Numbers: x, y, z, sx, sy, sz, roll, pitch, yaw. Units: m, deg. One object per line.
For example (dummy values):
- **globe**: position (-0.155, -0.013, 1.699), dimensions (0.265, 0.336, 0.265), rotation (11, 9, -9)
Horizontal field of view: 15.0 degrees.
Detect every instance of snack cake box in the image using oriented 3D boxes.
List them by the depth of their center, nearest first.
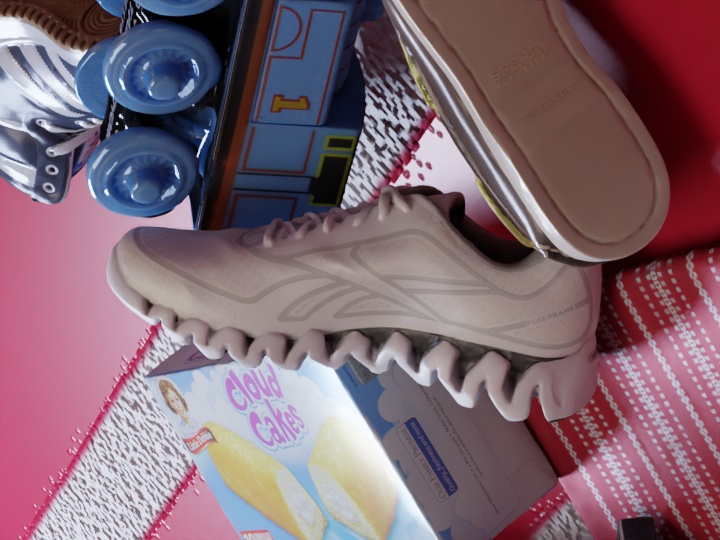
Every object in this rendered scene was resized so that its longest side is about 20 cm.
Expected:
- **snack cake box**: position (-0.010, 0.070, 1.230), dimensions (0.115, 0.067, 0.200), rotation (57, 155, -9)

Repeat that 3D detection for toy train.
- **toy train**: position (-0.048, -0.096, 1.081), dimensions (0.087, 0.114, 0.200), rotation (-103, 20, -43)

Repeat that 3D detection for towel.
- **towel**: position (0.134, 0.061, 1.098), dimensions (0.200, 0.022, 0.145), rotation (-17, 108, 56)

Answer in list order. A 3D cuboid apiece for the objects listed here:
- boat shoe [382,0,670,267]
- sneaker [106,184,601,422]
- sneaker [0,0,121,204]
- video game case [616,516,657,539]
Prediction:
- **boat shoe**: position (0.046, -0.092, 1.016), dimensions (0.200, 0.072, 0.060), rotation (61, 162, -2)
- **sneaker**: position (0.000, 0.000, 1.082), dimensions (0.200, 0.075, 0.081), rotation (9, 112, 2)
- **sneaker**: position (-0.116, -0.084, 1.234), dimensions (0.200, 0.070, 0.109), rotation (9, 136, 40)
- **video game case**: position (0.125, 0.220, 1.103), dimensions (0.200, 0.019, 0.143), rotation (-96, -1, -49)
